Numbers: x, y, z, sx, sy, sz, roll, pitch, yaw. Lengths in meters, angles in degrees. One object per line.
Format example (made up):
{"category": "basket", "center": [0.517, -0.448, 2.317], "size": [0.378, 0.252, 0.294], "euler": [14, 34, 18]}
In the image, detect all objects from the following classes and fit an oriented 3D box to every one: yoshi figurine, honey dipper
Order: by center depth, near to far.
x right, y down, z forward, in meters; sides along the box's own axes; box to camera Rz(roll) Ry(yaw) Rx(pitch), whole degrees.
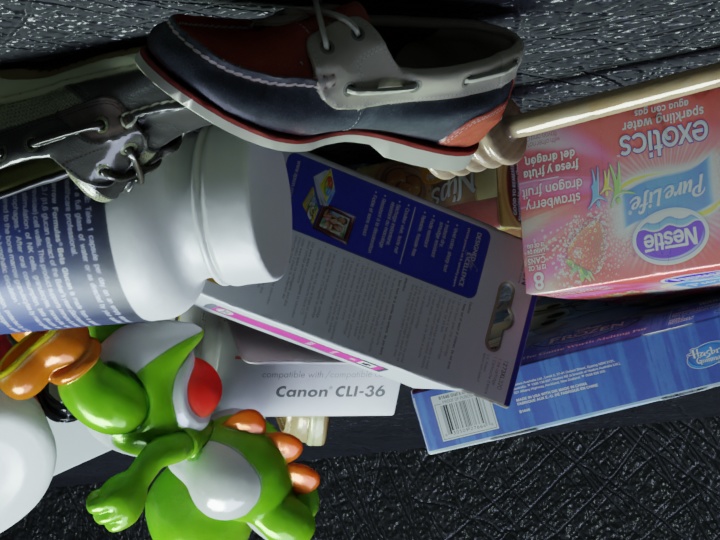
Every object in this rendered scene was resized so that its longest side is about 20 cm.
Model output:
{"category": "honey dipper", "center": [0.117, -0.082, 1.431], "size": [0.199, 0.038, 0.038], "euler": [-13, 168, 38]}
{"category": "yoshi figurine", "center": [-0.115, 0.095, 1.545], "size": [0.200, 0.113, 0.112], "euler": [41, 160, -20]}

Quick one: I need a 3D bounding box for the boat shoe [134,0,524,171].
{"category": "boat shoe", "center": [-0.010, -0.089, 1.238], "size": [0.199, 0.071, 0.063], "euler": [8, 125, -43]}

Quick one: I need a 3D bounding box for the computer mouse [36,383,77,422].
{"category": "computer mouse", "center": [-0.152, 0.030, 1.704], "size": [0.058, 0.200, 0.034], "euler": [30, 128, -2]}

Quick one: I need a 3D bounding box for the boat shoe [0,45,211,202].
{"category": "boat shoe", "center": [-0.122, -0.064, 1.340], "size": [0.200, 0.066, 0.072], "euler": [-6, 171, 21]}

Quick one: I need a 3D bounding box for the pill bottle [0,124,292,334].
{"category": "pill bottle", "center": [-0.140, -0.026, 1.437], "size": [0.199, 0.112, 0.111], "euler": [-5, 172, 14]}

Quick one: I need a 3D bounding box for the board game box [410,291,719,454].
{"category": "board game box", "center": [0.143, 0.040, 1.649], "size": [0.199, 0.044, 0.199], "euler": [-14, -172, 13]}

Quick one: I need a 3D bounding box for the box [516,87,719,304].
{"category": "box", "center": [0.190, -0.042, 1.521], "size": [0.199, 0.095, 0.102], "euler": [-10, 170, 39]}

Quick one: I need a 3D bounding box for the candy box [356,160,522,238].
{"category": "candy box", "center": [0.108, -0.036, 1.675], "size": [0.199, 0.056, 0.115], "euler": [5, 169, -43]}

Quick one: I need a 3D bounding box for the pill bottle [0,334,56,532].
{"category": "pill bottle", "center": [-0.256, 0.055, 1.643], "size": [0.112, 0.200, 0.113], "euler": [-17, 136, -17]}

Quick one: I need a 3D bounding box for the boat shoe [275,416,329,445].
{"category": "boat shoe", "center": [-0.061, 0.039, 1.759], "size": [0.062, 0.074, 0.200], "euler": [-1, -148, -16]}

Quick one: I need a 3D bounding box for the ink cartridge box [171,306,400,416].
{"category": "ink cartridge box", "center": [-0.045, 0.026, 1.640], "size": [0.116, 0.068, 0.200], "euler": [0, -151, -19]}

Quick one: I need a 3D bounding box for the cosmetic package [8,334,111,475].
{"category": "cosmetic package", "center": [-0.189, 0.063, 1.757], "size": [0.199, 0.052, 0.151], "euler": [-24, -151, -9]}

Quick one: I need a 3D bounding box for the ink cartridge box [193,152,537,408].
{"category": "ink cartridge box", "center": [0.000, 0.000, 1.534], "size": [0.199, 0.095, 0.037], "euler": [21, 164, -19]}
